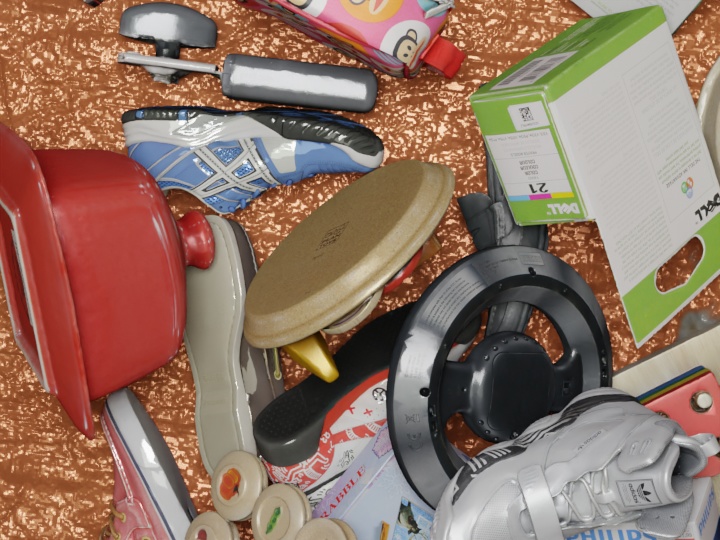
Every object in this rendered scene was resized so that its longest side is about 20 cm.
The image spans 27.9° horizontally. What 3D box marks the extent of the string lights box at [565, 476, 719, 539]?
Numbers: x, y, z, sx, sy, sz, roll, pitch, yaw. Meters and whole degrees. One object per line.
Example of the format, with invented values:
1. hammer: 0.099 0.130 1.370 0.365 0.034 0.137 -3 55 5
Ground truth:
1. string lights box: 0.217 0.247 1.046 0.102 0.059 0.201 -5 115 28

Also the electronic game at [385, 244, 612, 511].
1. electronic game: 0.102 0.082 1.022 0.199 0.042 0.201 -5 99 -33

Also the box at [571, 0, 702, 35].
1. box: 0.214 -0.268 1.032 0.144 0.036 0.200 39 126 -1

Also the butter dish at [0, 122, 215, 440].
1. butter dish: -0.176 -0.009 1.032 0.147 0.199 0.201 -13 109 -19

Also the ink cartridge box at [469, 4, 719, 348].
1. ink cartridge box: 0.179 -0.066 1.038 0.148 0.076 0.201 -36 112 -36

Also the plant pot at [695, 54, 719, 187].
1. plant pot: 0.349 -0.098 1.010 0.199 0.183 0.202 0 93 1

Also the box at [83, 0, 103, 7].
1. box: -0.165 -0.313 1.086 0.200 0.040 0.137 -37 92 3

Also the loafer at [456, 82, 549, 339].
1. loafer: 0.105 -0.042 1.078 0.070 0.068 0.202 7 86 -1

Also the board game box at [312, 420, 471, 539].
1. board game box: 0.042 0.234 1.072 0.200 0.041 0.200 39 93 -24

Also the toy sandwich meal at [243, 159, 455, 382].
1. toy sandwich meal: 0.000 0.000 1.021 0.205 0.205 0.070 -39 109 3

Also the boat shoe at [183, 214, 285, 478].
1. boat shoe: -0.090 0.058 1.093 0.072 0.059 0.201 -7 90 44

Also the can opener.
1. can opener: -0.084 -0.161 1.085 0.199 0.053 0.067 6 93 0

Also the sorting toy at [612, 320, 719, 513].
1. sorting toy: 0.306 0.136 1.080 0.198 0.070 0.201 -26 92 3

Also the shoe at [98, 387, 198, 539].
1. shoe: -0.171 0.195 1.097 0.091 0.071 0.201 -25 95 0

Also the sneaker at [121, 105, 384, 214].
1. sneaker: -0.079 -0.083 1.085 0.199 0.076 0.078 3 100 11

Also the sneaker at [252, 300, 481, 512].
1. sneaker: 0.014 0.109 1.095 0.201 0.067 0.108 -34 130 -22

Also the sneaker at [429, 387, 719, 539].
1. sneaker: 0.144 0.148 0.963 0.199 0.115 0.076 -31 112 -27

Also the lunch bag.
1. lunch bag: -0.005 -0.187 1.008 0.175 0.200 0.082 29 95 -3

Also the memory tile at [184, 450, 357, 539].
1. memory tile: -0.086 0.241 1.016 0.153 0.017 0.201 31 99 40
